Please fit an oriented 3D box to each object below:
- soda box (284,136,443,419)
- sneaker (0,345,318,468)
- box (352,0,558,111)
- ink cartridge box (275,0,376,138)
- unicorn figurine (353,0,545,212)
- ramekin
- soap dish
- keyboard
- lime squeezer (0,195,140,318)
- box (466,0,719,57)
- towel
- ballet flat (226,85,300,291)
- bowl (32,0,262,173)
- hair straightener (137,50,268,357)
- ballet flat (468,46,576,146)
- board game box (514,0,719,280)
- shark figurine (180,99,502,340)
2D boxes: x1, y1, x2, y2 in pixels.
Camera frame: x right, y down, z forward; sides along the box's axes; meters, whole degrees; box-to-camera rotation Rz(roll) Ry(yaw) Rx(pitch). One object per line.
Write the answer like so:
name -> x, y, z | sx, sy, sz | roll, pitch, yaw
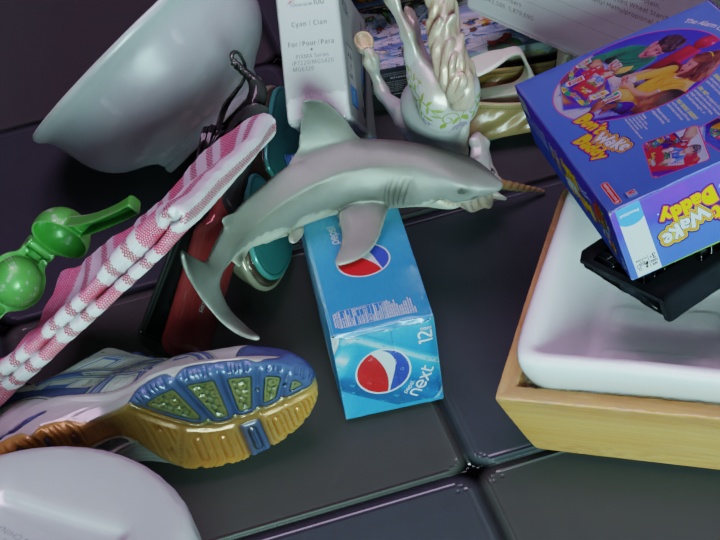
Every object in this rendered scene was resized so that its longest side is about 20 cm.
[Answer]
soda box -> 0.000, 0.000, 1.094 | 0.064, 0.068, 0.200 | -11, 37, -3
sneaker -> -0.125, 0.071, 1.019 | 0.199, 0.076, 0.088 | -13, 34, 1
box -> 0.062, -0.182, 1.340 | 0.199, 0.040, 0.137 | -9, 37, 1
ink cartridge box -> -0.027, -0.178, 1.174 | 0.044, 0.177, 0.200 | -7, -1, 5
unicorn figurine -> 0.050, -0.109, 1.109 | 0.074, 0.200, 0.138 | -26, 81, 6
ramekin -> -0.161, 0.181, 0.871 | 0.199, 0.098, 0.201 | -6, 37, 4
soap dish -> 0.176, 0.028, 1.008 | 0.156, 0.082, 0.200 | 4, 40, 18
keyboard -> 0.224, -0.043, 0.972 | 0.200, 0.040, 0.104 | -33, 43, -24
lime squeezer -> -0.193, 0.006, 1.036 | 0.200, 0.038, 0.071 | -40, 43, 23
box -> 0.218, -0.229, 1.238 | 0.200, 0.131, 0.198 | 30, 34, 34
towel -> -0.140, -0.010, 1.019 | 0.200, 0.030, 0.146 | -40, 9, 29
ballet flat -> -0.078, -0.050, 1.188 | 0.069, 0.070, 0.201 | -2, 39, 9
bowl -> -0.135, -0.135, 1.250 | 0.201, 0.090, 0.201 | -44, 8, 8
hair straightener -> -0.105, -0.043, 1.108 | 0.041, 0.201, 0.077 | 15, -6, -34
ballet flat -> 0.132, -0.132, 1.240 | 0.199, 0.063, 0.069 | -12, 35, -4
board game box -> 0.180, -0.081, 0.999 | 0.134, 0.045, 0.200 | -24, 27, 2
shark figurine -> -0.036, -0.053, 1.044 | 0.214, 0.090, 0.128 | -26, 39, -24
